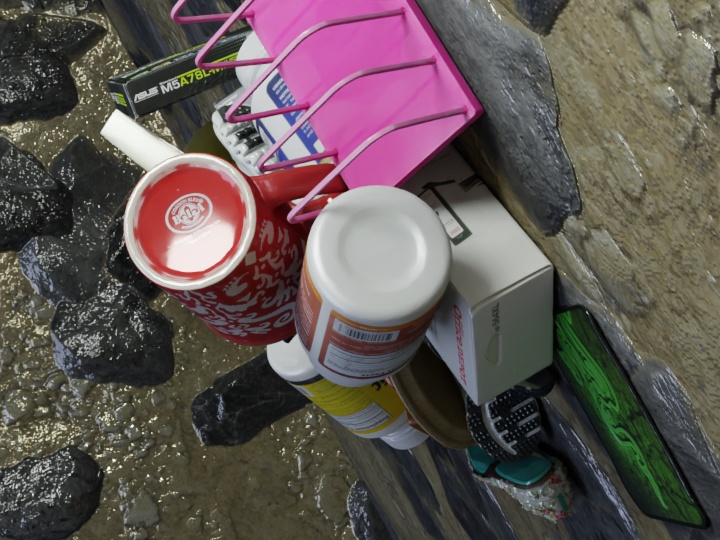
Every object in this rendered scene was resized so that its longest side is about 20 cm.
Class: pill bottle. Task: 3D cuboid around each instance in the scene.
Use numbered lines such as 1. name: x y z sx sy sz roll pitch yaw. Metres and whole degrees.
1. pill bottle: -0.033 -0.142 1.354 0.201 0.119 0.120 55 169 32
2. pill bottle: 0.004 0.022 1.160 0.113 0.111 0.200 58 162 15
3. pill bottle: 0.000 0.110 1.553 0.200 0.111 0.111 42 -176 -39

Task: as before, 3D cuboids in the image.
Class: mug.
1. mug: -0.100 -0.038 1.194 0.133 0.179 0.200 30 177 16

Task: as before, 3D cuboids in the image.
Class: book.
1. book: -0.188 -0.099 1.626 0.199 0.048 0.134 35 180 7

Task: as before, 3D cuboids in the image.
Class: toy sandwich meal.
1. toy sandwich meal: 0.063 0.101 1.484 0.205 0.070 0.207 39 -144 -37

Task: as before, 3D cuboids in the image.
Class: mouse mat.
1. mouse mat: 0.209 0.120 1.190 0.201 0.007 0.161 62 171 2

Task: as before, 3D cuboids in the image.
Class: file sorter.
1. file sorter: -0.034 -0.157 1.114 0.139 0.125 0.201 -39 77 37

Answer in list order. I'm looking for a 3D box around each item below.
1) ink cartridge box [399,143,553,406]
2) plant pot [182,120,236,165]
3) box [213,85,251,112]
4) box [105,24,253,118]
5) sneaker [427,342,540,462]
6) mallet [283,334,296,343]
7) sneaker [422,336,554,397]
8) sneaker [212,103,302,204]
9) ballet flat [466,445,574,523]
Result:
1. ink cartridge box: 0.079 -0.009 1.242 0.201 0.084 0.147 54 164 34
2. plant pot: -0.105 -0.095 1.757 0.141 0.200 0.201 -1 121 51
3. box: -0.051 -0.109 1.517 0.201 0.105 0.122 59 -174 9
4. box: -0.178 -0.228 1.622 0.193 0.198 0.048 -145 33 -72
5. sneaker: 0.122 0.096 1.439 0.201 0.073 0.080 63 -169 -13
6. mallet: 0.000 0.000 1.378 0.041 0.200 0.066 37 170 33
7. sneaker: 0.099 0.042 1.333 0.199 0.087 0.078 32 178 18
8. sneaker: -0.080 -0.086 1.425 0.200 0.075 0.081 45 136 21
9. ballet flat: 0.164 0.213 1.508 0.064 0.075 0.200 55 175 -17
